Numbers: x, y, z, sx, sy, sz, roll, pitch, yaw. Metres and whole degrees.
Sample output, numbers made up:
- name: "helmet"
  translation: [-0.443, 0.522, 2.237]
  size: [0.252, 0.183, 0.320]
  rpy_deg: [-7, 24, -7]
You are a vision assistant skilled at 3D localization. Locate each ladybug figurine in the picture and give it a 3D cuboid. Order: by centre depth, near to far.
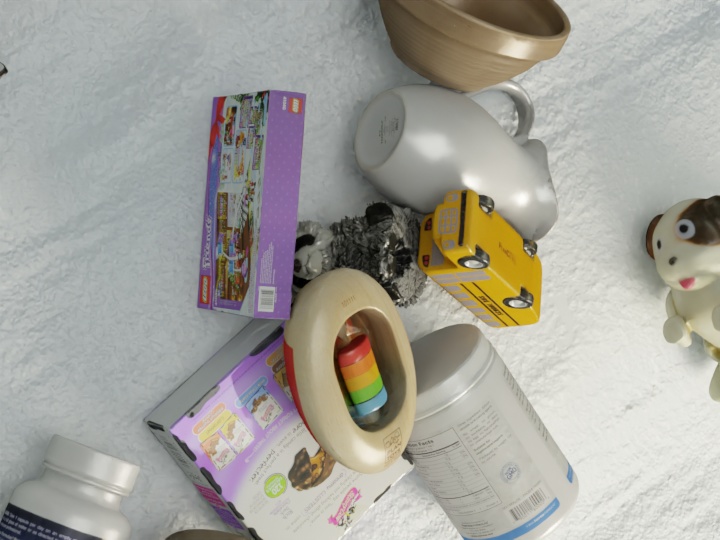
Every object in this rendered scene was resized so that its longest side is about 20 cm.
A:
- name: "ladybug figurine"
  translation: [-0.014, 0.092, 1.573]
  size: [0.136, 0.072, 0.200]
  rpy_deg: [-33, 116, -42]

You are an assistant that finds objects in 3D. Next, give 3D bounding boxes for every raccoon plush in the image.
- name: "raccoon plush"
  translation: [0.000, 0.000, 1.682]
  size: [0.200, 0.134, 0.097]
  rpy_deg: [27, 61, -58]

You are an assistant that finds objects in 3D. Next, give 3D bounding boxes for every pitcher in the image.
- name: "pitcher"
  translation: [0.095, -0.128, 1.698]
  size: [0.200, 0.121, 0.172]
  rpy_deg: [18, 60, -35]

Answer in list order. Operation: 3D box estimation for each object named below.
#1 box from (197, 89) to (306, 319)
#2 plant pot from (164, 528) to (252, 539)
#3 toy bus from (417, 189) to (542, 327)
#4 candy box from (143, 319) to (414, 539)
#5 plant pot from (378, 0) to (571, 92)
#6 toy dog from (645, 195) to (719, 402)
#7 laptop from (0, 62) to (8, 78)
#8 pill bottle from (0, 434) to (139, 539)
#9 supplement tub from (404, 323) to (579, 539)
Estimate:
- name: "box"
  translation: [-0.099, -0.059, 1.575]
  size: [0.039, 0.137, 0.200]
  rpy_deg: [4, 91, -27]
- name: "plant pot"
  translation: [-0.140, 0.330, 1.550]
  size: [0.200, 0.200, 0.174]
  rpy_deg: [29, 54, -26]
- name: "toy bus"
  translation: [0.115, -0.009, 1.672]
  size: [0.200, 0.078, 0.065]
  rpy_deg: [38, 52, -55]
- name: "candy box"
  translation: [-0.074, 0.162, 1.636]
  size: [0.168, 0.072, 0.200]
  rpy_deg: [-43, 110, -20]
- name: "plant pot"
  translation: [0.091, -0.234, 1.663]
  size: [0.201, 0.201, 0.093]
  rpy_deg: [13, 120, -28]
- name: "toy dog"
  translation: [0.389, 0.010, 1.841]
  size: [0.200, 0.140, 0.194]
  rpy_deg: [45, 60, -23]
- name: "laptop"
  translation: [-0.429, -0.181, 1.409]
  size: [0.187, 0.200, 0.116]
  rpy_deg: [-43, 144, -19]
- name: "pill bottle"
  translation: [-0.264, 0.249, 1.516]
  size: [0.111, 0.111, 0.200]
  rpy_deg: [24, 81, -27]
- name: "supplement tub"
  translation: [0.113, 0.166, 1.702]
  size: [0.132, 0.132, 0.200]
  rpy_deg: [-40, 109, -20]
